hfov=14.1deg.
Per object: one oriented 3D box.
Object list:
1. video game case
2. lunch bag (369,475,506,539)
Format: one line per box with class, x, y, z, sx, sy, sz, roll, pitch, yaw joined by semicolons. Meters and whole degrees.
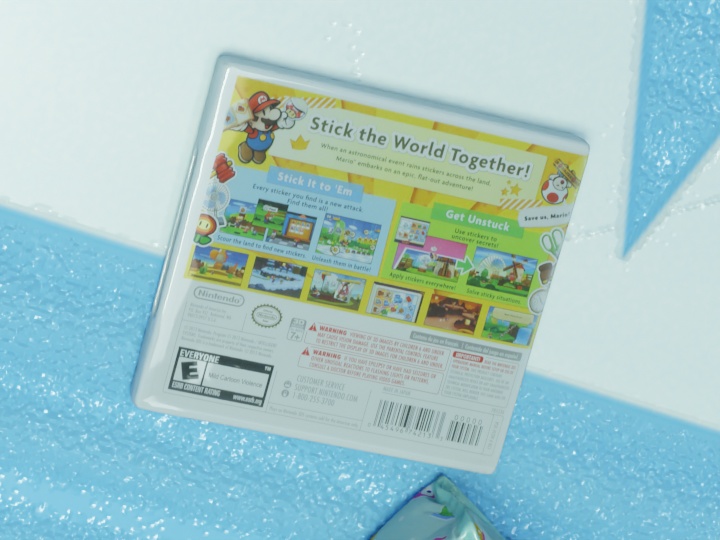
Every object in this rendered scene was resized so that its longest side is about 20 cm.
video game case;0.000;0.000;1.475;0.199;0.023;0.183;12;103;-18
lunch bag;0.058;0.237;1.512;0.170;0.122;0.200;-45;107;1
